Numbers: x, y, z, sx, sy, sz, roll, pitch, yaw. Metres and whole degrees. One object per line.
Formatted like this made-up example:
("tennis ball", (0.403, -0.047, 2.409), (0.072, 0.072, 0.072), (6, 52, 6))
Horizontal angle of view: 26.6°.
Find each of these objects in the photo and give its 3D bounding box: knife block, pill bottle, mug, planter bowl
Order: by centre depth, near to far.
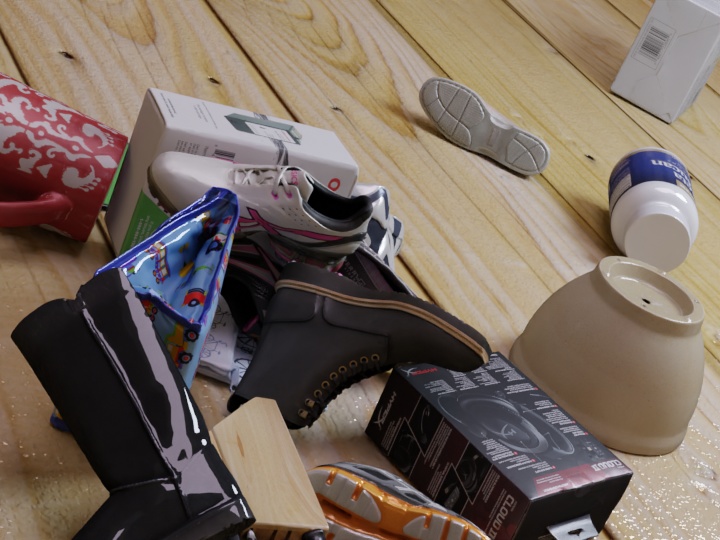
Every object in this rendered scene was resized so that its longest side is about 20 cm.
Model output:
("knife block", (-0.060, 0.191, 1.121), (0.175, 0.064, 0.200), (31, 26, 13))
("mug", (-0.331, -0.094, 1.399), (0.198, 0.133, 0.179), (23, 63, -13))
("planter bowl", (0.268, 0.071, 1.553), (0.198, 0.136, 0.201), (19, 25, -9))
("pill bottle", (0.374, -0.074, 1.949), (0.110, 0.112, 0.200), (22, 26, -3))

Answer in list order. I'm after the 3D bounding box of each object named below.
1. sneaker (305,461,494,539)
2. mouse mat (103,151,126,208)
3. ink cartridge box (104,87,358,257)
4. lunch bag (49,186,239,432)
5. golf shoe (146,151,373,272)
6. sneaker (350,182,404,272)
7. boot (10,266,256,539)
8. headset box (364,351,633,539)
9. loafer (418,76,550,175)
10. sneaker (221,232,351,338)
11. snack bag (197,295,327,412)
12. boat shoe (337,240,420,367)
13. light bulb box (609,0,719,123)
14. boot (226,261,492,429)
("sneaker", (0.043, 0.203, 1.179), (0.199, 0.079, 0.077), (32, 13, 8))
("mouse mat", (-0.252, -0.099, 1.579), (0.198, 0.008, 0.161), (16, 27, -15))
("ink cartridge box", (-0.121, -0.070, 1.431), (0.198, 0.147, 0.084), (11, 25, -27))
("lunch bag", (-0.150, 0.032, 1.217), (0.093, 0.151, 0.200), (25, 33, 3))
("golf shoe", (-0.084, -0.067, 1.307), (0.198, 0.092, 0.073), (19, 44, -24))
("sneaker", (0.000, 0.000, 1.535), (0.079, 0.131, 0.199), (8, -14, 1))
("boot", (-0.185, 0.116, 1.027), (0.164, 0.066, 0.201), (-24, 74, -22))
("headset box", (0.126, 0.163, 1.320), (0.148, 0.078, 0.200), (-6, 40, -46))
("loafer", (0.167, -0.192, 2.063), (0.199, 0.072, 0.063), (33, 9, 4))
("sneaker", (-0.071, 0.035, 1.375), (0.199, 0.080, 0.087), (34, 54, -9))
("snack bag", (-0.113, 0.051, 1.393), (0.198, 0.022, 0.189), (21, 25, -8))
("boat shoe", (0.025, 0.040, 1.419), (0.200, 0.067, 0.057), (50, 6, -7))
("light bulb box", (0.537, -0.376, 2.568), (0.124, 0.199, 0.200), (31, 25, 12))
("boot", (-0.002, 0.087, 1.278), (0.198, 0.139, 0.078), (15, -23, 25))
